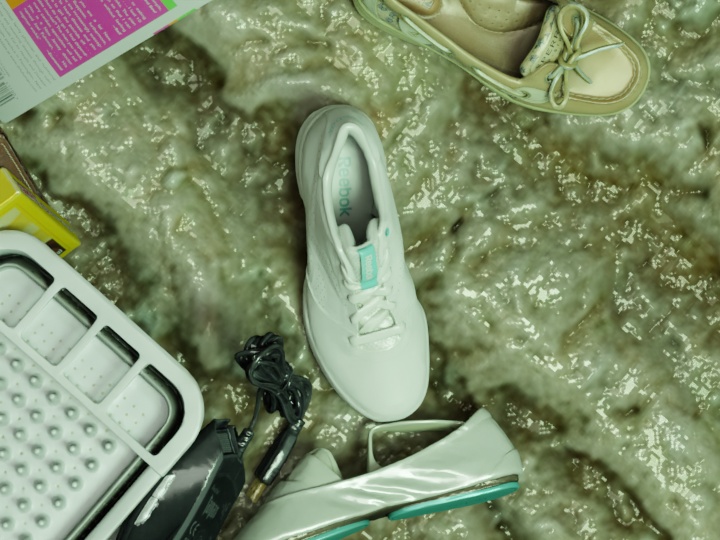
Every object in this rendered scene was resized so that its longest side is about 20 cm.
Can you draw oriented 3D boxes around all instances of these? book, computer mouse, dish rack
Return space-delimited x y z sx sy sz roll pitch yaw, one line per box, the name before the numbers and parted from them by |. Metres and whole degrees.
book | -0.178 -0.178 1.392 0.134 0.200 0.048 58 42 -10
computer mouse | -0.095 0.133 1.455 0.046 0.140 0.201 24 82 17
dish rack | -0.208 0.097 1.396 0.172 0.044 0.200 41 85 1

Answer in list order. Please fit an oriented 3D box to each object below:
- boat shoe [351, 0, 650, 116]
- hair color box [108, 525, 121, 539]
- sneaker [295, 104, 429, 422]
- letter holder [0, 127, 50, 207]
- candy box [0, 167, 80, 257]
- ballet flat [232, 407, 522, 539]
boat shoe | 0.088 -0.145 1.483 0.199 0.063 0.074 18 92 -10
hair color box | -0.217 0.199 1.479 0.199 0.061 0.099 -12 96 -7
sneaker | 0.000 0.000 1.474 0.075 0.088 0.201 -14 98 -7
letter holder | -0.300 -0.034 1.434 0.200 0.142 0.101 -34 67 -6
candy box | -0.267 0.022 1.429 0.200 0.102 0.026 -38 66 2
ballet flat | 0.002 0.134 1.506 0.199 0.069 0.070 -16 98 -10
